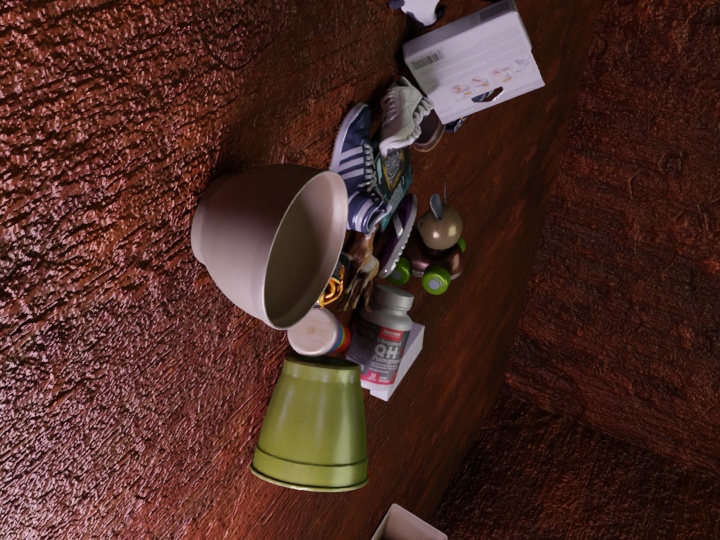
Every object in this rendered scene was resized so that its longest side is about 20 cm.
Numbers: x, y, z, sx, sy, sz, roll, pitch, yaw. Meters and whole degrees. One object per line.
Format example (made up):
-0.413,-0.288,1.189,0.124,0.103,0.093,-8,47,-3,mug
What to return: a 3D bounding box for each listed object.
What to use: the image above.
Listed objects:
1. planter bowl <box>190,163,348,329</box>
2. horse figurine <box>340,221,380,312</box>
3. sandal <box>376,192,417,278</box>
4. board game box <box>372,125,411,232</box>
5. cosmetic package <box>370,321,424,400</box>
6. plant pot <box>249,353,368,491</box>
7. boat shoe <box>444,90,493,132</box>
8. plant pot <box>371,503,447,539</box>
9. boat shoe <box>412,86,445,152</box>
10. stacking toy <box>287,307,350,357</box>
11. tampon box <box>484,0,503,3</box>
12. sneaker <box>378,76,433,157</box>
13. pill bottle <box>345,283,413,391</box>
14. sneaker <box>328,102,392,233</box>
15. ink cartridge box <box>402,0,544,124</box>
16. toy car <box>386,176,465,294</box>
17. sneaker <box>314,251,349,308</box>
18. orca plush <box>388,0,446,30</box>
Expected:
-0.120,-0.043,0.961,0.200,0.135,0.200,-53,154,-41,planter bowl
0.000,0.000,1.447,0.133,0.050,0.200,-62,159,-23,horse figurine
0.064,-0.079,1.530,0.082,0.050,0.203,-38,-152,52,sandal
0.050,-0.179,1.439,0.135,0.028,0.200,-60,159,-26,board game box
0.089,0.213,1.889,0.200,0.051,0.083,-49,150,-45,cosmetic package
-0.073,0.243,1.315,0.200,0.200,0.193,5,92,-70,plant pot
0.200,-0.325,1.543,0.091,0.071,0.200,-66,-170,-5,boat shoe
0.124,0.894,2.449,0.200,0.200,0.177,-48,161,-47,plant pot
0.135,-0.324,1.468,0.070,0.070,0.200,57,47,-75,boat shoe
-0.057,0.112,1.368,0.200,0.085,0.085,33,78,-74,stacking toy
0.169,-0.525,1.244,0.200,0.150,0.126,1,108,-70,tampon box
0.060,-0.253,1.295,0.081,0.075,0.200,51,32,-20,sneaker
0.041,0.134,1.596,0.111,0.111,0.200,-9,117,-68,pill bottle
0.007,-0.155,1.230,0.070,0.108,0.200,8,101,-71,sneaker
0.198,-0.357,1.362,0.176,0.200,0.045,48,31,-48,ink cartridge box
0.141,-0.084,1.582,0.164,0.158,0.200,-58,159,-53,toy car
-0.060,0.018,1.268,0.200,0.077,0.078,-37,141,-59,sneaker
0.101,-0.456,1.254,0.200,0.105,0.071,-2,79,-66,orca plush
